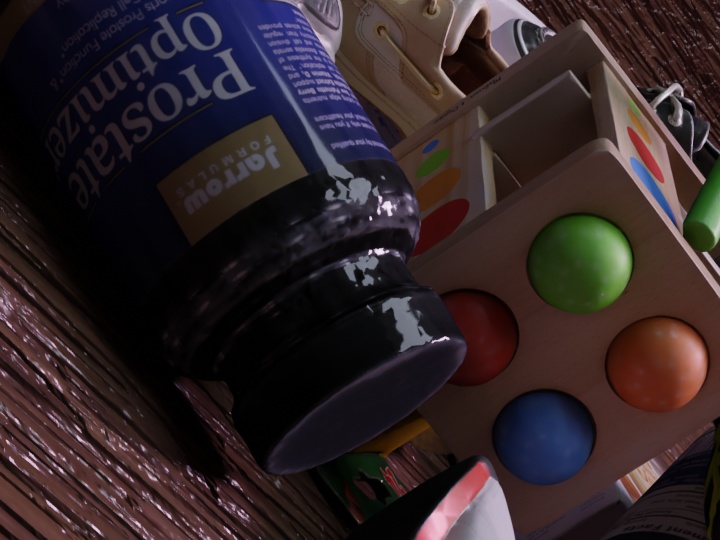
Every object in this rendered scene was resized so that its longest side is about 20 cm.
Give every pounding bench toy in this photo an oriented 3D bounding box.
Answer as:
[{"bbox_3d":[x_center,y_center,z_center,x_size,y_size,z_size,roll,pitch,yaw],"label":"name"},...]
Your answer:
[{"bbox_3d":[0.110,-0.016,0.964,0.124,0.199,0.156,50,17,-20],"label":"pounding bench toy"}]

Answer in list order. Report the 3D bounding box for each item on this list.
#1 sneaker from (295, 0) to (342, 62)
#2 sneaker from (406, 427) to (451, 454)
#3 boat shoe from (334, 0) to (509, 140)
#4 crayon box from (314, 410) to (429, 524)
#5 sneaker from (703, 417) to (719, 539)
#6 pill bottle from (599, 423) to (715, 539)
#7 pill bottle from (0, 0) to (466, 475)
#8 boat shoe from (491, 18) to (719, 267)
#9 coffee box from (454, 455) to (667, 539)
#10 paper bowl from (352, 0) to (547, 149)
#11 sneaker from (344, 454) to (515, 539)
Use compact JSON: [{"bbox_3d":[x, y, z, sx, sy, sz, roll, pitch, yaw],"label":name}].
[{"bbox_3d":[-0.102,-0.126,1.033,0.199,0.083,0.081,31,65,-32],"label":"sneaker"},{"bbox_3d":[0.000,0.000,1.127,0.201,0.069,0.100,61,4,7],"label":"sneaker"},{"bbox_3d":[0.035,-0.103,1.098,0.200,0.069,0.074,50,33,1],"label":"boat shoe"},{"bbox_3d":[-0.022,0.011,1.010,0.201,0.051,0.127,58,10,10],"label":"crayon box"},{"bbox_3d":[0.190,0.052,1.001,0.076,0.076,0.201,16,43,-2],"label":"sneaker"},{"bbox_3d":[0.145,0.149,0.999,0.111,0.111,0.200,55,42,-1],"label":"pill bottle"},{"bbox_3d":[-0.048,-0.033,0.852,0.201,0.112,0.112,58,10,17],"label":"pill bottle"},{"bbox_3d":[0.150,-0.065,1.214,0.200,0.064,0.071,43,30,-13],"label":"boat shoe"},{"bbox_3d":[0.112,0.124,1.189,0.115,0.079,0.200,51,11,-22],"label":"coffee box"},{"bbox_3d":[0.054,-0.055,1.241,0.200,0.104,0.201,34,32,-25],"label":"paper bowl"},{"bbox_3d":[0.037,0.141,0.828,0.108,0.067,0.201,55,13,-5],"label":"sneaker"}]
